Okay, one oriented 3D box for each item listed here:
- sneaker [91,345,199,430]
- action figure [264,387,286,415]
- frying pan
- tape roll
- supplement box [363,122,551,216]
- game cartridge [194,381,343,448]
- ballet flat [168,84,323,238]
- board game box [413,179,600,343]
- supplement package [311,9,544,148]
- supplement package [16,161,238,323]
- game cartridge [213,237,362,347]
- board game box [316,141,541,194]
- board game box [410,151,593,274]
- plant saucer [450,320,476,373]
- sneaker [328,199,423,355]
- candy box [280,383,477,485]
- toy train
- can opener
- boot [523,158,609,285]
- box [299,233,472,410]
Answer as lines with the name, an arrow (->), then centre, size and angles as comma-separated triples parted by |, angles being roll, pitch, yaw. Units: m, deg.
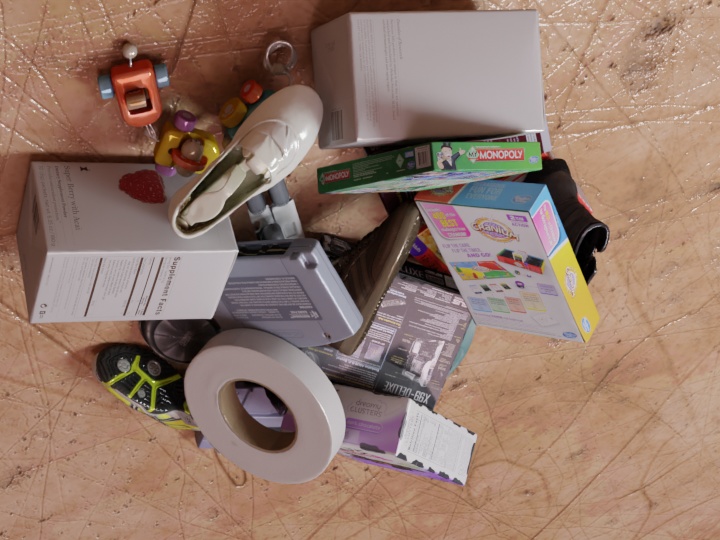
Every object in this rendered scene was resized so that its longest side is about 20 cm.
sneaker -> -0.249, 0.154, 1.713 | 0.076, 0.076, 0.199 | -24, 138, 39
action figure -> -0.035, 0.097, 1.755 | 0.198, 0.070, 0.131 | -24, 134, -4
frying pan -> -0.184, 0.094, 1.672 | 0.114, 0.031, 0.190 | -26, 125, 19
tape roll -> -0.112, 0.159, 1.628 | 0.200, 0.037, 0.205 | 17, 131, 21
supplement box -> 0.102, -0.147, 1.538 | 0.198, 0.061, 0.109 | -22, 142, -1
game cartridge -> -0.108, 0.189, 1.851 | 0.198, 0.039, 0.131 | 3, 131, -28
ballet flat -> -0.112, -0.096, 1.361 | 0.199, 0.070, 0.069 | -40, 138, 19
board game box -> 0.161, -0.012, 1.530 | 0.040, 0.152, 0.201 | -54, 134, -30
supplement package -> 0.065, -0.186, 1.381 | 0.197, 0.122, 0.121 | -5, -177, -19
supplement package -> -0.243, -0.030, 1.457 | 0.197, 0.122, 0.120 | -1, 143, -25
game cartridge -> -0.095, 0.027, 1.554 | 0.198, 0.041, 0.134 | -1, 127, 39
board game box -> 0.064, -0.101, 1.392 | 0.133, 0.030, 0.199 | -5, 179, -35
board game box -> 0.158, -0.065, 1.670 | 0.199, 0.047, 0.151 | -34, 140, 14
plant saucer -> 0.080, 0.118, 1.798 | 0.200, 0.039, 0.202 | -32, 157, -15
sneaker -> 0.000, 0.000, 1.565 | 0.075, 0.070, 0.202 | 29, 112, 7
candy box -> 0.024, 0.196, 1.720 | 0.166, 0.072, 0.200 | 9, 167, 31
toy train -> -0.152, -0.155, 1.386 | 0.197, 0.056, 0.152 | -9, 130, -8
can opener -> -0.099, -0.077, 1.527 | 0.052, 0.067, 0.201 | -20, 136, -4
boot -> 0.212, -0.015, 1.609 | 0.069, 0.133, 0.201 | -8, 140, -19
box -> 0.022, 0.063, 1.663 | 0.197, 0.050, 0.159 | 17, 113, -10
